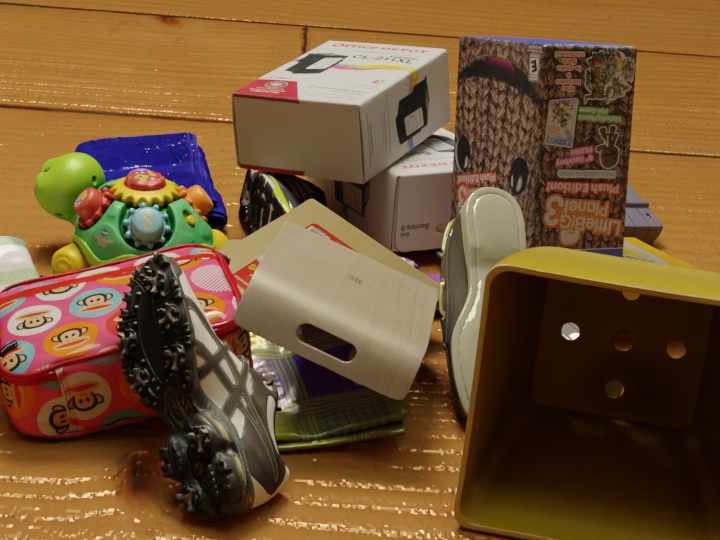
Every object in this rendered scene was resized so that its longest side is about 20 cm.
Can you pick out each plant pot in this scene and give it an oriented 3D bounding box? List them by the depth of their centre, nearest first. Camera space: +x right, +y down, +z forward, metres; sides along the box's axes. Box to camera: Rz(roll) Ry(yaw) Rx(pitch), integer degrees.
[{"bbox_3d":[0.190,0.081,1.143,0.200,0.200,0.176,9,18,9],"label":"plant pot"}]

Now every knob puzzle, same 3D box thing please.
[{"bbox_3d":[-0.052,0.033,1.365,0.220,0.030,0.220,2,44,-2],"label":"knob puzzle"}]

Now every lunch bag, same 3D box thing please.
[{"bbox_3d":[-0.191,0.048,1.238,0.200,0.082,0.176,-13,29,-10],"label":"lunch bag"}]

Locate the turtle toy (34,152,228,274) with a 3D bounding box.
[{"bbox_3d":[-0.221,-0.047,1.451,0.200,0.101,0.146,17,26,26],"label":"turtle toy"}]

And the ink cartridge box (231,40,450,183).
[{"bbox_3d":[-0.016,-0.165,1.560,0.146,0.083,0.200,8,26,26],"label":"ink cartridge box"}]

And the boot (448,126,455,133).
[{"bbox_3d":[0.205,-0.117,1.732,0.200,0.077,0.155,2,27,-22],"label":"boot"}]

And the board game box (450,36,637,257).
[{"bbox_3d":[0.163,-0.111,1.422,0.097,0.200,0.159,-2,11,-25],"label":"board game box"}]

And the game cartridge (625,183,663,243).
[{"bbox_3d":[0.222,-0.106,1.655,0.130,0.038,0.200,3,42,-37],"label":"game cartridge"}]

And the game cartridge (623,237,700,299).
[{"bbox_3d":[0.217,-0.002,1.470,0.176,0.032,0.200,0,9,-11],"label":"game cartridge"}]

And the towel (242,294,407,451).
[{"bbox_3d":[-0.051,0.074,1.265,0.144,0.023,0.200,-6,35,-11],"label":"towel"}]

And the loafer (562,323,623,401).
[{"bbox_3d":[0.146,0.065,1.319,0.070,0.070,0.200,-15,22,-28],"label":"loafer"}]

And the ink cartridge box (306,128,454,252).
[{"bbox_3d":[0.051,-0.092,1.615,0.145,0.088,0.200,-7,24,-26],"label":"ink cartridge box"}]

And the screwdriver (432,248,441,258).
[{"bbox_3d":[0.087,-0.011,1.472,0.028,0.029,0.200,17,10,-8],"label":"screwdriver"}]

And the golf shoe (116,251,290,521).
[{"bbox_3d":[-0.112,0.083,1.131,0.078,0.200,0.094,-29,-17,38],"label":"golf shoe"}]

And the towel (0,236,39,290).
[{"bbox_3d":[-0.352,0.019,1.364,0.149,0.031,0.200,-5,26,-20],"label":"towel"}]

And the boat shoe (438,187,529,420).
[{"bbox_3d":[0.100,0.034,1.282,0.072,0.202,0.060,10,-21,-18],"label":"boat shoe"}]

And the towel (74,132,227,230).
[{"bbox_3d":[-0.224,-0.097,1.628,0.148,0.050,0.200,0,24,-14],"label":"towel"}]

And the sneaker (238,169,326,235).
[{"bbox_3d":[-0.071,-0.064,1.543,0.081,0.074,0.200,6,17,-12],"label":"sneaker"}]

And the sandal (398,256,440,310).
[{"bbox_3d":[0.000,0.003,1.445,0.203,0.050,0.082,5,24,-2],"label":"sandal"}]

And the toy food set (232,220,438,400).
[{"bbox_3d":[-0.017,0.032,1.243,0.143,0.060,0.200,25,17,-2],"label":"toy food set"}]
